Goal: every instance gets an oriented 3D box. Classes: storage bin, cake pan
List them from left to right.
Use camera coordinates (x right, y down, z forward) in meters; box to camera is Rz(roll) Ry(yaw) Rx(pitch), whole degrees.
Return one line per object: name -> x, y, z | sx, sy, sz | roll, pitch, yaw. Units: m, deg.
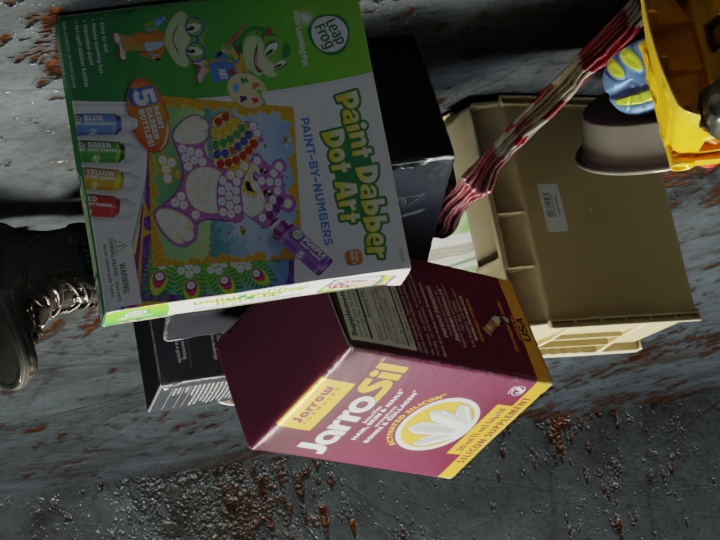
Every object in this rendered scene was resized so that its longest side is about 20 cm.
storage bin -> 0.163, -0.036, 1.841 | 0.198, 0.200, 0.094 | -2, 164, -36
cake pan -> 0.259, -0.124, 1.716 | 0.200, 0.037, 0.200 | -15, -164, 4

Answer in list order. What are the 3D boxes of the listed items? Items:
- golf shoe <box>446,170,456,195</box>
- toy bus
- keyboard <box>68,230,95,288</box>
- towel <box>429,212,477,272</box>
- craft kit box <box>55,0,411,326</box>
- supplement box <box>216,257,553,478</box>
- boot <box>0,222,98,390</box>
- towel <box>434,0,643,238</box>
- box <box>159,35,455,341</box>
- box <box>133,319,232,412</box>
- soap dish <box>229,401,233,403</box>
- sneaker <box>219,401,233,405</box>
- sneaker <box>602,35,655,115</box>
golf shoe -> 0.062, -0.053, 1.989 | 0.092, 0.073, 0.200 | -3, 166, -41
toy bus -> 0.291, -0.138, 1.533 | 0.200, 0.136, 0.192 | -10, 155, -2
keyboard -> -0.142, -0.033, 1.858 | 0.200, 0.127, 0.021 | -6, 125, -16
towel -> 0.094, -0.005, 1.965 | 0.149, 0.031, 0.200 | -16, 151, -36
craft kit box -> -0.083, -0.076, 1.423 | 0.197, 0.200, 0.049 | -8, 167, -13
supplement box -> 0.018, 0.067, 1.627 | 0.200, 0.103, 0.131 | 12, 135, -38
boot -> -0.236, 0.017, 1.841 | 0.174, 0.200, 0.069 | 2, 133, -27
towel -> 0.130, -0.109, 1.616 | 0.200, 0.023, 0.144 | -46, 178, -15
box -> -0.052, -0.057, 1.615 | 0.196, 0.118, 0.200 | -7, 148, -13
box -> -0.091, -0.004, 1.763 | 0.182, 0.200, 0.104 | -7, 167, -12
soap dish -> -0.096, 0.040, 1.984 | 0.157, 0.081, 0.200 | -24, 155, 7
sneaker -> -0.120, 0.061, 2.186 | 0.200, 0.147, 0.081 | -2, 166, -35
sneaker -> 0.274, -0.174, 1.647 | 0.199, 0.071, 0.083 | -20, -171, 27
